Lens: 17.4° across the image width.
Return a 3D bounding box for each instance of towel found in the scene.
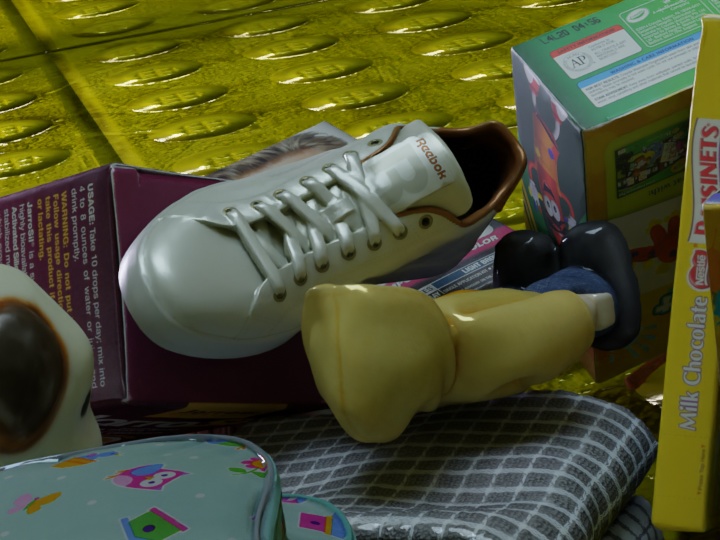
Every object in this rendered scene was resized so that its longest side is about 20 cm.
[{"bbox_3d":[0.005,0.107,0.924,0.199,0.086,0.166,-2,17,21],"label":"towel"}]

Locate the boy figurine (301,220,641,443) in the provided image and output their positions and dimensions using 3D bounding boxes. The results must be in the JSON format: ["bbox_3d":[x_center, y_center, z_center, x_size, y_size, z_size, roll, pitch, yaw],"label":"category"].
[{"bbox_3d":[0.034,0.024,0.942,0.124,0.065,0.200,-6,3,34],"label":"boy figurine"}]

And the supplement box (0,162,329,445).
[{"bbox_3d":[-0.122,0.024,1.057,0.131,0.104,0.199,5,-13,-45],"label":"supplement box"}]

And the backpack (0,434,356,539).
[{"bbox_3d":[-0.076,0.138,0.756,0.175,0.154,0.200,-12,9,8],"label":"backpack"}]

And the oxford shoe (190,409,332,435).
[{"bbox_3d":[-0.053,0.059,1.145,0.074,0.071,0.200,-10,17,-30],"label":"oxford shoe"}]

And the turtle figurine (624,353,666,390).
[{"bbox_3d":[0.055,0.022,1.213,0.199,0.065,0.161,-12,17,-16],"label":"turtle figurine"}]

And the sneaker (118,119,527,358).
[{"bbox_3d":[-0.011,-0.026,0.964,0.200,0.073,0.085,-22,-17,-44],"label":"sneaker"}]

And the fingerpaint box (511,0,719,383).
[{"bbox_3d":[0.176,-0.061,1.111,0.199,0.167,0.073,-24,47,-13],"label":"fingerpaint box"}]

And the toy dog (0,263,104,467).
[{"bbox_3d":[-0.188,0.078,0.885,0.200,0.194,0.140,-35,12,-6],"label":"toy dog"}]

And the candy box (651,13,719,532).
[{"bbox_3d":[0.143,0.004,0.954,0.026,0.201,0.102,5,-3,16],"label":"candy box"}]

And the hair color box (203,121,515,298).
[{"bbox_3d":[0.000,0.000,1.147,0.100,0.061,0.200,-26,34,-25],"label":"hair color box"}]

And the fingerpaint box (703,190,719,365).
[{"bbox_3d":[0.207,0.023,0.932,0.073,0.168,0.200,0,18,27],"label":"fingerpaint box"}]
